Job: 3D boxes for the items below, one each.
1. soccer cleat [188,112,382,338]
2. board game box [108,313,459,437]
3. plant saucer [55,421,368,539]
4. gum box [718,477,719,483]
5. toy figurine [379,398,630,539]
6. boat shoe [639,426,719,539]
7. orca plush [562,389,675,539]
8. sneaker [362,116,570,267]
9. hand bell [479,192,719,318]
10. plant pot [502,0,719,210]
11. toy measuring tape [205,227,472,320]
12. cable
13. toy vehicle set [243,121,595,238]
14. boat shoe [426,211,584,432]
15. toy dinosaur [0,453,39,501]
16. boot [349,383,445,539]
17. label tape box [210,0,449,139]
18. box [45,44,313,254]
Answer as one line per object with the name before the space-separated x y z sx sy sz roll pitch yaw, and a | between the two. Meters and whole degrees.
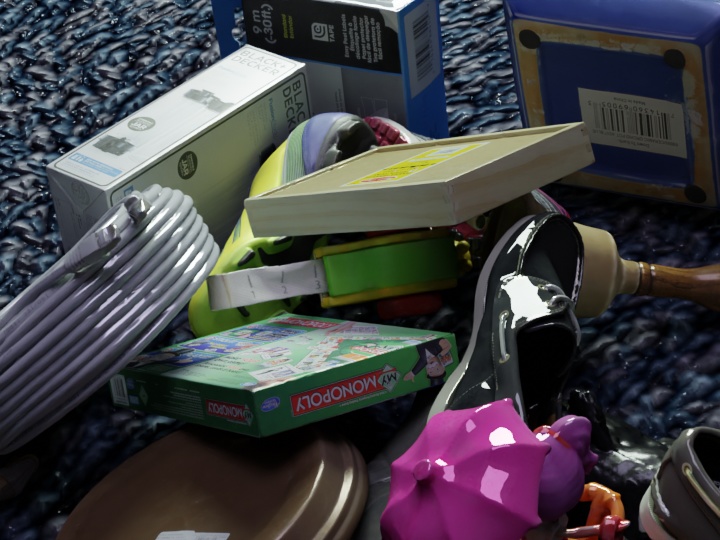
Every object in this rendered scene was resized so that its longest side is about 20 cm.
soccer cleat | -0.058 -0.026 1.389 0.084 0.065 0.200 1 49 50
board game box | -0.050 0.059 1.216 0.134 0.029 0.200 -14 9 -29
plant saucer | -0.091 0.141 1.133 0.200 0.030 0.200 -20 28 11
gum box | 0.286 0.092 1.146 0.113 0.066 0.200 9 37 25
toy figurine | 0.082 0.142 1.004 0.200 0.185 0.150 -28 38 -30
boat shoe | 0.234 0.152 1.026 0.201 0.060 0.072 34 47 19
orca plush | 0.136 0.089 1.178 0.105 0.071 0.200 -16 33 -15
sneaker | 0.058 -0.047 1.415 0.075 0.081 0.200 3 20 -42
hand bell | 0.185 0.005 1.293 0.199 0.104 0.104 5 31 -12
plant pot | 0.213 -0.158 1.438 0.199 0.200 0.180 12 44 27
toy measuring tape | 0.000 0.000 1.272 0.200 0.074 0.073 -7 26 -41
cable | -0.172 0.028 1.248 0.200 0.069 0.200 -42 7 13
toy vehicle set | 0.034 -0.055 1.280 0.124 0.027 0.200 -24 13 -37
boat shoe | 0.100 0.040 1.153 0.068 0.072 0.200 -22 31 38
toy dinosaur | -0.282 0.153 1.194 0.199 0.061 0.106 -8 10 -18
boot | -0.004 0.120 1.170 0.130 0.068 0.200 -7 31 12
label tape box | -0.038 -0.153 1.519 0.199 0.144 0.066 11 36 26
box | -0.117 -0.062 1.422 0.060 0.117 0.200 20 41 36
